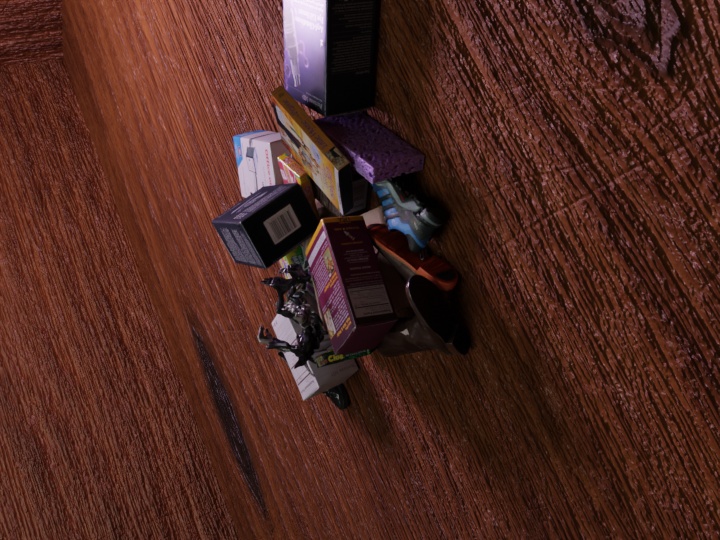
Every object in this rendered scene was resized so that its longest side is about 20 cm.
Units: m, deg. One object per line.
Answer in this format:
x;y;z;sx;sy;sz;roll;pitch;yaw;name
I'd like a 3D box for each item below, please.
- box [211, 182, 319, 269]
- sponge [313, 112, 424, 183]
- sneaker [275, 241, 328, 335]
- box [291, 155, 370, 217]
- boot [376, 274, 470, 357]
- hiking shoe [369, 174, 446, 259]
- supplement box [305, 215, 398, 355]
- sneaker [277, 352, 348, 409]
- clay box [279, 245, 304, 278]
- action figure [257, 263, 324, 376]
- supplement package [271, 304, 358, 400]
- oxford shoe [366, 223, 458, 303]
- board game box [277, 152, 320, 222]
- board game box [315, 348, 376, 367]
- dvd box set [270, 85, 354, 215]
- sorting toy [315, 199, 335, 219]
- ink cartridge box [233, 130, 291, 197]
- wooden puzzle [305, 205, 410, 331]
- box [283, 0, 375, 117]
-0.195;-0.093;1.251;0.198;0.147;0.106;9;132;61;box
0.008;-0.217;1.054;0.200;0.109;0.031;43;141;39;sponge
-0.113;0.039;1.233;0.078;0.136;0.205;-44;64;57;sneaker
-0.060;-0.193;1.216;0.199;0.073;0.103;42;139;38;box
0.068;0.087;1.064;0.196;0.065;0.188;-5;131;46;boot
0.055;-0.112;1.046;0.200;0.073;0.088;48;121;36;hiking shoe
-0.019;0.024;1.054;0.111;0.083;0.205;-55;48;54;supplement box
-0.115;0.261;1.501;0.203;0.102;0.060;60;146;19;sneaker
-0.156;-0.021;1.425;0.200;0.046;0.118;136;114;-78;clay box
-0.124;0.094;1.128;0.099;0.119;0.206;5;118;28;action figure
-0.108;0.175;1.436;0.205;0.114;0.117;63;148;13;supplement package
0.077;-0.009;1.063;0.199;0.070;0.074;40;136;29;oxford shoe
-0.119;-0.134;1.274;0.095;0.030;0.204;43;157;42;board game box
-0.016;0.153;1.186;0.200;0.102;0.024;7;-115;-81;board game box
-0.083;-0.208;1.084;0.201;0.029;0.147;51;166;19;dvd box set
-0.066;-0.057;1.335;0.185;0.036;0.205;-49;59;55;sorting toy
-0.209;-0.237;1.423;0.198;0.084;0.152;23;124;53;ink cartridge box
0.000;0.000;1.160;0.195;0.046;0.192;-19;78;27;wooden puzzle
-0.056;-0.390;1.062;0.147;0.102;0.206;36;134;43;box
